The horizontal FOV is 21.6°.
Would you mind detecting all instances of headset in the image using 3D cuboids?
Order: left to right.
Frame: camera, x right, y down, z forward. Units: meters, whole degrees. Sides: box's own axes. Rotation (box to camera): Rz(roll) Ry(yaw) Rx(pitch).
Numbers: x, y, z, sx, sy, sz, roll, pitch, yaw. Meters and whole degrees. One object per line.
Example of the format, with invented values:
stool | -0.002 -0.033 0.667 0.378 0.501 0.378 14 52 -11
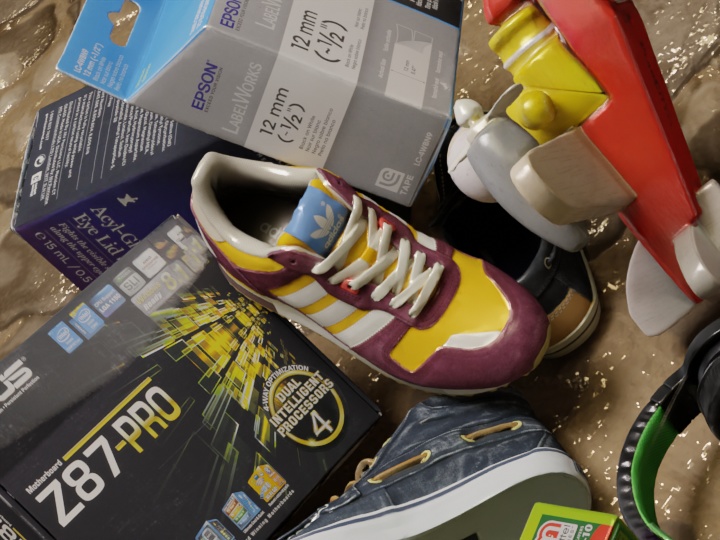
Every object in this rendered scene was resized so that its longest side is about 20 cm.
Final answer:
headset | 0.196 0.051 0.846 0.200 0.094 0.123 -44 38 -8

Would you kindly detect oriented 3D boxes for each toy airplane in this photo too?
toy airplane | 0.113 -0.060 0.943 0.140 0.200 0.201 -18 49 21

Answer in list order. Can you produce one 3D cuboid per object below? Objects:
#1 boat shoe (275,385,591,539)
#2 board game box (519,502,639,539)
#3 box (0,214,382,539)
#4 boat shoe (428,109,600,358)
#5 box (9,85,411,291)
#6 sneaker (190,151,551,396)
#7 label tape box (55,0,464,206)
boat shoe | 0.012 0.127 0.945 0.198 0.071 0.091 -21 32 -7
board game box | 0.079 0.214 0.803 0.047 0.102 0.201 4 59 43
box | -0.105 0.086 0.974 0.200 0.161 0.049 -43 -7 -40
boat shoe | 0.078 -0.034 1.057 0.074 0.062 0.201 -36 38 15
box | -0.088 -0.054 1.155 0.199 0.148 0.105 -22 44 27
sneaker | 0.000 0.000 0.952 0.198 0.090 0.075 19 71 21
label tape box | -0.047 -0.128 1.008 0.144 0.198 0.066 -80 14 -54
